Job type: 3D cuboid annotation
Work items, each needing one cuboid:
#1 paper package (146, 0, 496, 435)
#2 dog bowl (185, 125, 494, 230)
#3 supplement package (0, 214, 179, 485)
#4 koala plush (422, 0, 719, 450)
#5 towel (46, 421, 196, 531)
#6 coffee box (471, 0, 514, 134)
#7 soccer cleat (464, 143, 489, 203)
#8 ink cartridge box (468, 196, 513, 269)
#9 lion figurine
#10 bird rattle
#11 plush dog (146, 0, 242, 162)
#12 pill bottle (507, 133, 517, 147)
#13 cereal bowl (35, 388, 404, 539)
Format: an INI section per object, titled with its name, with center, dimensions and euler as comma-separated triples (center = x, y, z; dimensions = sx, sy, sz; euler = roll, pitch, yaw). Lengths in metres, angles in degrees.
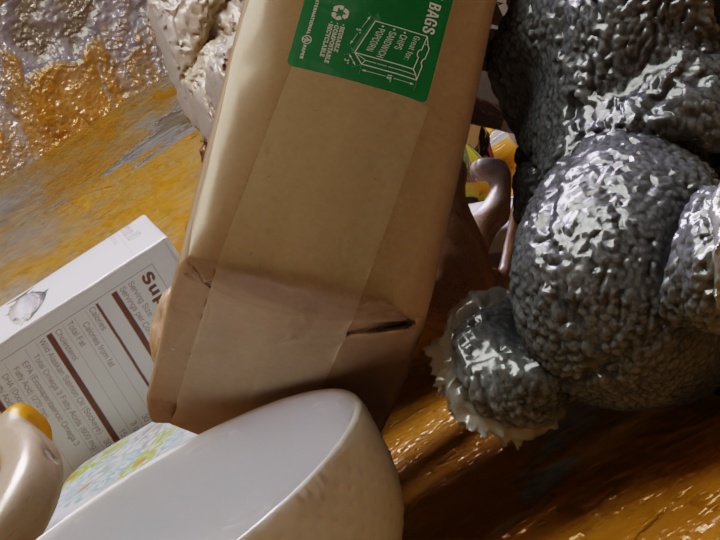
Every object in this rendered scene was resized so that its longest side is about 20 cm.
[paper package]
center = -0.014, -0.043, 1.185
dimensions = 0.191, 0.103, 0.201
euler = 112, 173, -67
[dog bowl]
center = -0.005, -0.050, 1.741
dimensions = 0.200, 0.074, 0.200
euler = -31, 12, 7
[supplement package]
center = -0.162, 0.075, 1.519
dimensions = 0.200, 0.117, 0.117
euler = -33, 11, -5
[koala plush]
center = 0.112, -0.020, 1.110
dimensions = 0.177, 0.184, 0.200
euler = -24, 26, 37
[towel]
center = -0.075, 0.102, 1.363
dimensions = 0.171, 0.048, 0.200
euler = -33, 11, 10
[coffee box]
center = 0.130, -0.106, 1.327
dimensions = 0.199, 0.080, 0.113
euler = 14, 25, 16
[soccer cleat]
center = 0.031, -0.071, 1.504
dimensions = 0.064, 0.084, 0.200
euler = -10, -3, 7
[ink cartridge box]
center = 0.029, -0.017, 1.447
dimensions = 0.160, 0.047, 0.200
euler = -10, 15, 4
[lion figurine]
center = 0.000, 0.000, 1.304
dimensions = 0.199, 0.123, 0.073
euler = -8, -25, 1
[bird rattle]
center = -0.204, 0.135, 1.304
dimensions = 0.163, 0.113, 0.200
euler = -44, 12, 14
[plush dog]
center = -0.057, -0.161, 2.281
dimensions = 0.171, 0.161, 0.200
euler = -21, 35, -20
[pill bottle]
center = 0.125, -0.107, 1.535
dimensions = 0.111, 0.112, 0.200
euler = -31, 12, 6
[cereal bowl]
center = -0.064, 0.133, 1.097
dimensions = 0.200, 0.083, 0.200
euler = -32, 11, 7
